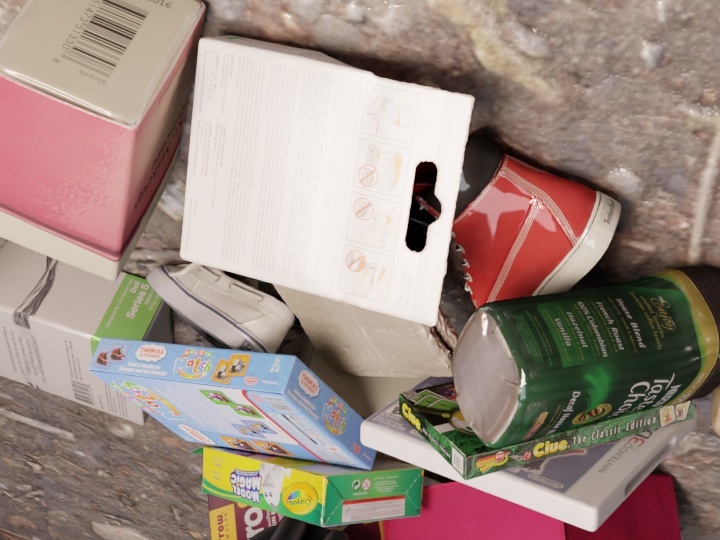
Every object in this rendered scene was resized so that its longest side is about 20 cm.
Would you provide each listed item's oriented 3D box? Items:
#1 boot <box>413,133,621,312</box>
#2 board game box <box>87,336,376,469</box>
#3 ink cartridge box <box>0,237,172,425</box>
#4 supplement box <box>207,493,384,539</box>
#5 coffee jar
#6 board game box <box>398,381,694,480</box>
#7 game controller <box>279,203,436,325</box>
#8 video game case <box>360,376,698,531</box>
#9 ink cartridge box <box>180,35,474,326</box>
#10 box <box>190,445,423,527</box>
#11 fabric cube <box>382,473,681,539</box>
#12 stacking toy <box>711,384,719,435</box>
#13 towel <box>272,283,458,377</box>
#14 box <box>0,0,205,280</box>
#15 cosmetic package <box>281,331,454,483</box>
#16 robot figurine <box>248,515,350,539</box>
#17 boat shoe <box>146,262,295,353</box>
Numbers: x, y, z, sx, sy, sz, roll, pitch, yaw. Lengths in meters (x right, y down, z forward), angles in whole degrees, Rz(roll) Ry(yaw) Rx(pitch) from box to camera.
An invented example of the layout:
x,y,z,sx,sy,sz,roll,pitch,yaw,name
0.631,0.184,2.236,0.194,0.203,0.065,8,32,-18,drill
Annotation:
x,y,z,sx,sy,sz,roll,pitch,yaw,name
0.084,-0.014,0.921,0.144,0.073,0.200,25,138,-4,boot
-0.103,0.110,1.021,0.199,0.037,0.151,2,152,31,board game box
-0.291,0.055,1.210,0.199,0.084,0.146,18,145,6,ink cartridge box
-0.040,0.252,1.227,0.199,0.132,0.103,-21,148,16,supplement box
0.171,0.058,0.874,0.199,0.086,0.104,-10,147,-22,coffee jar
0.140,0.103,0.933,0.105,0.199,0.024,41,136,54,board game box
0.000,0.000,1.009,0.104,0.042,0.200,24,146,-3,game controller
0.131,0.118,0.951,0.199,0.182,0.023,15,117,33,video game case
-0.023,-0.065,0.849,0.199,0.050,0.162,14,108,17,ink cartridge box
-0.054,0.184,1.098,0.117,0.049,0.199,4,-179,-41,box
0.159,0.287,1.102,0.196,0.201,0.199,-15,162,37,fabric cube
0.364,0.094,0.906,0.199,0.086,0.086,8,144,12,stacking toy
-0.010,0.006,0.951,0.132,0.035,0.200,-2,131,40,towel
-0.194,-0.107,0.895,0.108,0.128,0.200,22,147,-2,box
0.027,0.122,1.097,0.199,0.073,0.103,22,156,-17,cosmetic package
-0.058,0.303,1.093,0.150,0.124,0.201,52,146,38,robot figurine
-0.114,0.017,1.071,0.075,0.086,0.202,49,168,-30,boat shoe
